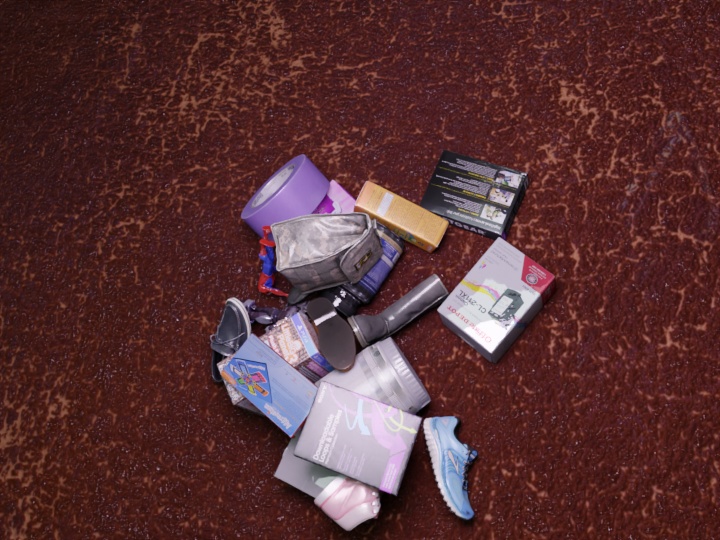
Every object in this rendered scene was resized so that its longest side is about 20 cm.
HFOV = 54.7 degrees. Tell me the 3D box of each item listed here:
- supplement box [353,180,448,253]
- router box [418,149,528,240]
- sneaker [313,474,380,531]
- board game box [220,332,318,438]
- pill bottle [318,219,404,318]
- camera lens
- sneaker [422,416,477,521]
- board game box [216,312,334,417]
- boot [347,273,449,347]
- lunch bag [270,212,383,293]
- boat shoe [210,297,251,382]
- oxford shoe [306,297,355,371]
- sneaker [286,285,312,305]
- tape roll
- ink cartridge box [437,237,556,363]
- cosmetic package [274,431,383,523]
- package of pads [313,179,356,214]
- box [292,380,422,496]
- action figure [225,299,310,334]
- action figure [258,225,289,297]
[{"bbox_3d":[0.086,-0.114,1.496,0.199,0.067,0.069,25,78,1],"label":"supplement box"},{"bbox_3d":[0.244,-0.164,1.511,0.199,0.051,0.150,21,79,23],"label":"router box"},{"bbox_3d":[0.019,0.385,1.270,0.200,0.075,0.105,-43,75,-13],"label":"sneaker"},{"bbox_3d":[-0.168,0.217,1.331,0.199,0.019,0.103,35,82,25],"label":"board game box"},{"bbox_3d":[0.000,0.000,1.489,0.111,0.112,0.201,29,80,24],"label":"pill bottle"},{"bbox_3d":[0.016,0.245,1.362,0.199,0.160,0.161,-34,64,2],"label":"camera lens"},{"bbox_3d":[0.182,0.367,1.312,0.089,0.078,0.202,-17,66,6],"label":"sneaker"},{"bbox_3d":[-0.164,0.199,1.436,0.199,0.160,0.097,-31,64,2],"label":"board game box"},{"bbox_3d":[0.082,0.079,1.404,0.199,0.182,0.073,-29,78,9],"label":"boot"},{"bbox_3d":[-0.054,-0.040,1.365,0.198,0.164,0.119,-14,71,6],"label":"lunch bag"},{"bbox_3d":[-0.281,0.154,1.484,0.074,0.062,0.202,27,118,28],"label":"boat shoe"},{"bbox_3d":[-0.050,0.137,1.383,0.071,0.072,0.200,-21,38,-6],"label":"oxford shoe"},{"bbox_3d":[-0.107,-0.019,1.488,0.090,0.076,0.201,33,79,-2],"label":"sneaker"},{"bbox_3d":[-0.168,-0.159,1.555,0.199,0.085,0.201,-38,22,18],"label":"tape roll"},{"bbox_3d":[0.274,0.060,1.398,0.145,0.083,0.200,38,83,25],"label":"ink cartridge box"},{"bbox_3d":[-0.056,0.402,1.367,0.199,0.090,0.107,21,76,26],"label":"cosmetic package"},{"bbox_3d":[-0.089,-0.094,1.573,0.200,0.076,0.120,-45,67,-3],"label":"package of pads"},{"bbox_3d":[-0.005,0.297,1.243,0.198,0.036,0.144,18,73,10],"label":"box"},{"bbox_3d":[-0.191,0.100,1.512,0.198,0.130,0.070,7,114,24],"label":"action figure"},{"bbox_3d":[-0.176,-0.005,1.518,0.098,0.201,0.066,11,51,-4],"label":"action figure"}]
